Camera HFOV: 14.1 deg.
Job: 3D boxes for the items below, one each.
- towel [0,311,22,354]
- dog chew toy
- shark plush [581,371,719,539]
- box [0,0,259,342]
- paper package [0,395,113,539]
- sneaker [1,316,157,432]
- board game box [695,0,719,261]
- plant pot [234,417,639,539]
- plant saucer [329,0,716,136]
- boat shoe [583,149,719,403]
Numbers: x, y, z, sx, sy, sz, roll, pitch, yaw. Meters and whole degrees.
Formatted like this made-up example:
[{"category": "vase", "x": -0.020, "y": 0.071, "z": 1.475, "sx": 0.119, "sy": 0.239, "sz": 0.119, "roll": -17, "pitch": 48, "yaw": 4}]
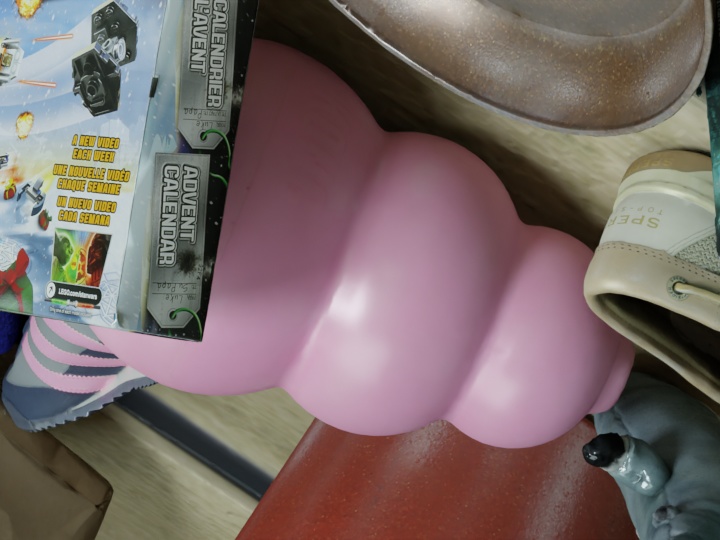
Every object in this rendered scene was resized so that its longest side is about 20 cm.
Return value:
[{"category": "towel", "x": -0.198, "y": -0.050, "z": 1.175, "sx": 0.147, "sy": 0.050, "sz": 0.200, "roll": 22, "pitch": 152, "yaw": 4}, {"category": "dog chew toy", "x": 0.000, "y": 0.000, "z": 1.010, "sx": 0.199, "sy": 0.125, "sz": 0.125, "roll": 22, "pitch": 151, "yaw": -4}, {"category": "shark plush", "x": 0.103, "y": 0.088, "z": 1.007, "sx": 0.083, "sy": 0.200, "sz": 0.091, "roll": 44, "pitch": 115, "yaw": 0}, {"category": "box", "x": -0.114, "y": -0.055, "z": 0.970, "sx": 0.040, "sy": 0.138, "sz": 0.199, "roll": 10, "pitch": 178, "yaw": -40}, {"category": "paper package", "x": -0.240, "y": 0.082, "z": 1.301, "sx": 0.199, "sy": 0.104, "sz": 0.191, "roll": 12, "pitch": 157, "yaw": 43}, {"category": "sneaker", "x": -0.105, "y": 0.008, "z": 1.180, "sx": 0.082, "sy": 0.070, "sz": 0.200, "roll": 56, "pitch": 147, "yaw": -4}, {"category": "board game box", "x": 0.167, "y": 0.013, "z": 0.868, "sx": 0.028, "sy": 0.136, "sz": 0.200, "roll": -30, "pitch": 121, "yaw": 25}, {"category": "plant pot", "x": 0.018, "y": 0.153, "z": 1.149, "sx": 0.200, "sy": 0.196, "sz": 0.201, "roll": 22, "pitch": 150, "yaw": 13}, {"category": "plant saucer", "x": 0.026, "y": -0.123, "z": 0.841, "sx": 0.200, "sy": 0.032, "sz": 0.201, "roll": 33, "pitch": 154, "yaw": 18}, {"category": "boat shoe", "x": 0.156, "y": 0.043, "z": 0.989, "sx": 0.200, "sy": 0.065, "sz": 0.072, "roll": 39, "pitch": 149, "yaw": -18}]
